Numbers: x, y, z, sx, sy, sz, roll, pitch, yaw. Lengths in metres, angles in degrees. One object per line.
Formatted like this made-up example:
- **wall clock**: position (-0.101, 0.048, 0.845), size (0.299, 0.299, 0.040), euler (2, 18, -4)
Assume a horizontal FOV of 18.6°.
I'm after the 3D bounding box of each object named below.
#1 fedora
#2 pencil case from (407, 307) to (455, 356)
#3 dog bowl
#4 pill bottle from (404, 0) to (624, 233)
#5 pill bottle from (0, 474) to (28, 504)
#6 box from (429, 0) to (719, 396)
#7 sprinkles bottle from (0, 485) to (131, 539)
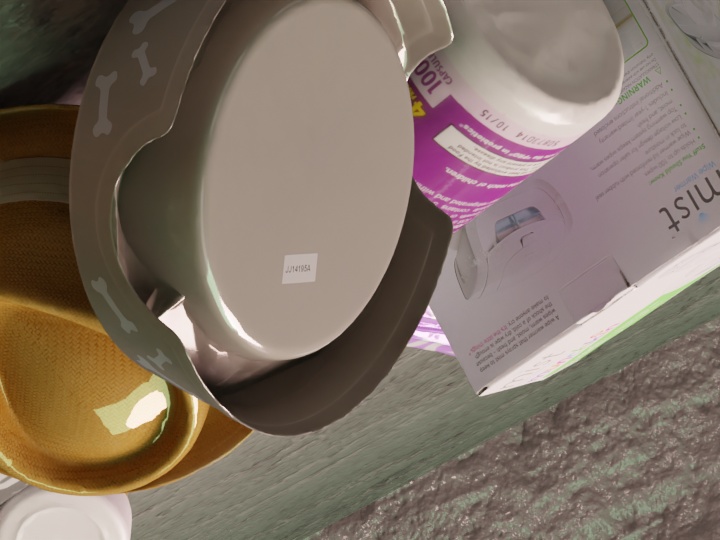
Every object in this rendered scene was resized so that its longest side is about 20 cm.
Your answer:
- **fedora**: position (-0.120, 0.030, 0.913), size (0.200, 0.201, 0.082), euler (-31, -151, 13)
- **pencil case**: position (0.000, 0.000, 1.151), size (0.200, 0.086, 0.084), euler (8, 133, -30)
- **dog bowl**: position (-0.035, -0.039, 0.857), size (0.059, 0.200, 0.200), euler (11, -166, 34)
- **pill bottle**: position (0.016, -0.067, 1.010), size (0.112, 0.112, 0.200), euler (-16, 163, -48)
- **pill bottle**: position (-0.162, 0.037, 1.037), size (0.200, 0.114, 0.114), euler (-34, 168, 26)
- **box**: position (0.104, -0.064, 1.071), size (0.097, 0.177, 0.200), euler (-16, 163, -47)
- **sprinkles bottle**: position (-0.154, 0.093, 1.174), size (0.068, 0.068, 0.200), euler (-30, -157, 10)
